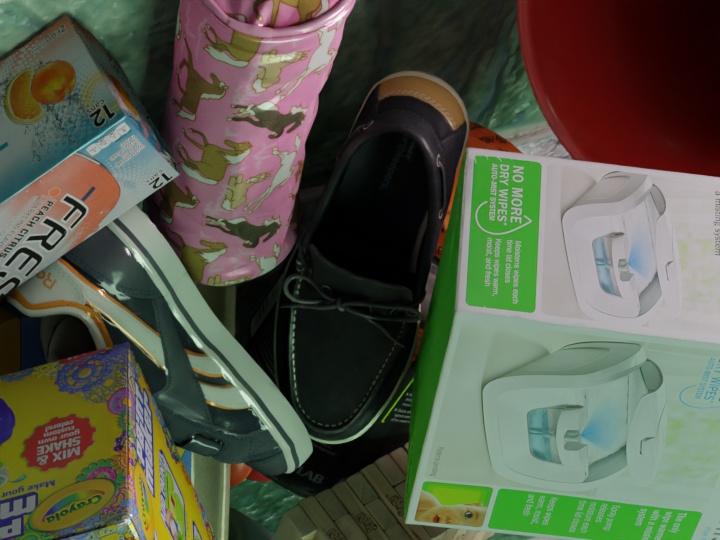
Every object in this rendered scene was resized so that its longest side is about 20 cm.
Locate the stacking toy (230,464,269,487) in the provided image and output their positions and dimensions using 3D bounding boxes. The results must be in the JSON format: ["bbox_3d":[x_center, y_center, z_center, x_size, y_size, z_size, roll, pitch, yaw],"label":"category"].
[{"bbox_3d":[-0.103,0.099,1.543,0.200,0.085,0.085,-5,143,-45],"label":"stacking toy"}]

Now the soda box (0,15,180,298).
[{"bbox_3d":[-0.185,-0.024,1.271,0.200,0.068,0.064,-34,150,5],"label":"soda box"}]

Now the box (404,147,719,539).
[{"bbox_3d":[0.119,0.042,1.323,0.176,0.097,0.200,8,147,-3],"label":"box"}]

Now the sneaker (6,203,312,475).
[{"bbox_3d":[-0.100,0.046,1.355,0.079,0.078,0.200,-45,128,-12],"label":"sneaker"}]

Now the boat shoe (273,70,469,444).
[{"bbox_3d":[0.000,0.000,1.364,0.062,0.074,0.201,-60,170,-63],"label":"boat shoe"}]

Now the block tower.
[{"bbox_3d":[0.047,0.115,1.479,0.200,0.058,0.054,-26,156,-29],"label":"block tower"}]

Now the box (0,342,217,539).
[{"bbox_3d":[-0.169,0.164,1.300,0.199,0.122,0.193,-14,128,7],"label":"box"}]

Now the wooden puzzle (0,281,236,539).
[{"bbox_3d":[-0.147,0.079,1.403,0.199,0.046,0.186,-8,109,-33],"label":"wooden puzzle"}]

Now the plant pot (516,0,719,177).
[{"bbox_3d":[0.205,-0.129,1.372,0.177,0.201,0.201,-11,148,-52],"label":"plant pot"}]

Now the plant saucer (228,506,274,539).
[{"bbox_3d":[-0.117,0.156,1.536,0.200,0.201,0.039,-7,113,-37],"label":"plant saucer"}]

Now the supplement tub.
[{"bbox_3d":[0.015,0.020,1.480,0.122,0.123,0.200,-4,142,-40],"label":"supplement tub"}]

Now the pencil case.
[{"bbox_3d":[-0.054,-0.079,1.297,0.086,0.083,0.200,-27,152,-28],"label":"pencil case"}]
